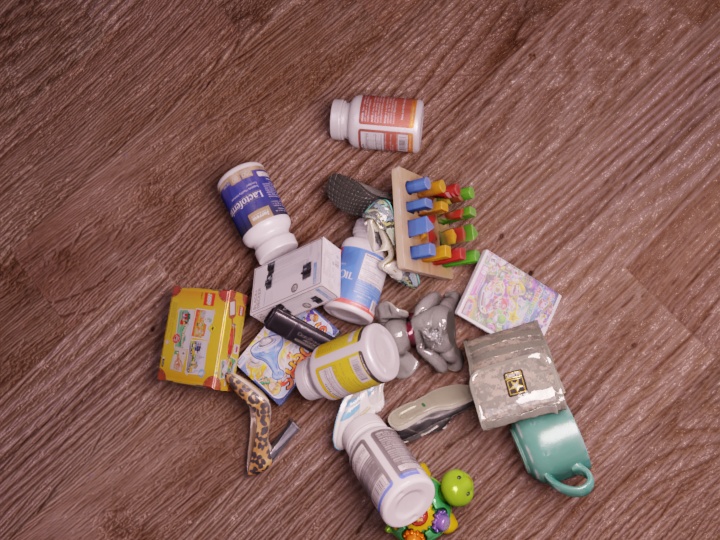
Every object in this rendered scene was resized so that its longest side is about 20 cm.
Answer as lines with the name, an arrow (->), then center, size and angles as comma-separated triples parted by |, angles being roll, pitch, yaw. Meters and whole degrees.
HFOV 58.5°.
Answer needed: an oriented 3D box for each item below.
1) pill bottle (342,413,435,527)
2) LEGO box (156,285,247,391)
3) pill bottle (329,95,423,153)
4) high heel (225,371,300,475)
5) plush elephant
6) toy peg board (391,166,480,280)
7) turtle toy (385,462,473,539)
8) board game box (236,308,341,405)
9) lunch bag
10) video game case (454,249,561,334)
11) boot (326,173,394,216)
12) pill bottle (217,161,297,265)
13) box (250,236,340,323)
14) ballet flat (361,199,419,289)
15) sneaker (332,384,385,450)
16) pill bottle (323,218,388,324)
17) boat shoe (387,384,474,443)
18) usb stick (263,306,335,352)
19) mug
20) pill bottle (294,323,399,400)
pill bottle -> 0.046, 0.372, 1.223 | 0.113, 0.114, 0.200 | -41, 38, -2
LEGO box -> -0.332, 0.141, 1.357 | 0.146, 0.077, 0.205 | 4, 80, 22
pill bottle -> 0.036, -0.321, 1.401 | 0.195, 0.112, 0.115 | 7, 80, 7
high heel -> -0.236, 0.316, 1.316 | 0.200, 0.071, 0.143 | 45, 81, -11
plush elephant -> 0.113, 0.129, 1.297 | 0.152, 0.199, 0.169 | -6, 86, 23
toy peg board -> 0.159, -0.098, 1.293 | 0.096, 0.198, 0.205 | -11, 77, 34
turtle toy -> 0.132, 0.457, 1.257 | 0.198, 0.101, 0.147 | -32, 78, 0
board game box -> -0.154, 0.165, 1.373 | 0.135, 0.034, 0.201 | 38, 86, 11
lunch bag -> 0.290, 0.205, 1.220 | 0.161, 0.201, 0.119 | -17, 117, 10
video game case -> 0.303, 0.069, 1.312 | 0.198, 0.018, 0.145 | 29, 82, -14
boot -> 0.031, -0.146, 1.369 | 0.197, 0.130, 0.069 | 27, 108, 17
pill bottle -> -0.219, -0.121, 1.391 | 0.114, 0.116, 0.203 | -29, 78, 0
box -> -0.134, 0.025, 1.322 | 0.197, 0.060, 0.119 | -22, 52, 31
ballet flat -> 0.054, -0.040, 1.281 | 0.073, 0.074, 0.203 | -24, 106, 1
sneaker -> 0.004, 0.277, 1.317 | 0.079, 0.077, 0.203 | 24, 85, 8
pill bottle -> 0.000, 0.000, 1.343 | 0.110, 0.113, 0.204 | 14, 73, 8
boat shoe -> 0.154, 0.292, 1.313 | 0.196, 0.072, 0.069 | -22, 115, -5
usb stick -> -0.104, 0.137, 1.315 | 0.198, 0.033, 0.056 | 30, 115, -16
mug -> 0.354, 0.327, 1.215 | 0.112, 0.185, 0.155 | -22, 96, 5
pill bottle -> -0.031, 0.186, 1.250 | 0.198, 0.110, 0.114 | -24, 76, 30
